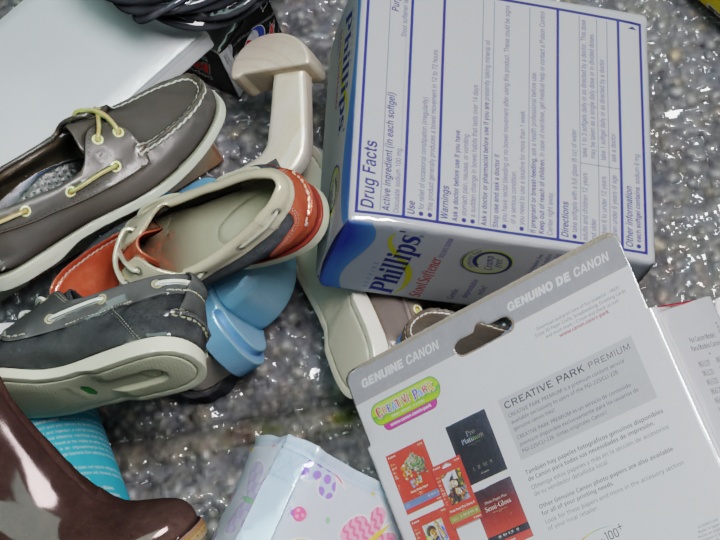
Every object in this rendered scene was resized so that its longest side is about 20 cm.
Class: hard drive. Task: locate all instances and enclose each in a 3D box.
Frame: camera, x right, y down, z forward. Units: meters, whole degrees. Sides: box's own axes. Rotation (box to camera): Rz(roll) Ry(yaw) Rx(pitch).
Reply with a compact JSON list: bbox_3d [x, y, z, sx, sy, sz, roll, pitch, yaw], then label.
[{"bbox_3d":[-0.216,-0.130,1.163,0.200,0.027,0.132,-43,60,-9],"label":"hard drive"}]

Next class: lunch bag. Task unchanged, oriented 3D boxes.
[{"bbox_3d":[-0.041,0.201,0.991,0.126,0.200,0.170,19,73,19],"label":"lunch bag"}]

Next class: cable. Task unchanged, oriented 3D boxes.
[{"bbox_3d":[-0.125,-0.226,1.162,0.162,0.051,0.200,16,34,0],"label":"cable"}]

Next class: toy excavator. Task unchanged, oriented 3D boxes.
[{"bbox_3d":[-0.084,-0.036,1.137,0.199,0.100,0.195,-31,67,7],"label":"toy excavator"}]

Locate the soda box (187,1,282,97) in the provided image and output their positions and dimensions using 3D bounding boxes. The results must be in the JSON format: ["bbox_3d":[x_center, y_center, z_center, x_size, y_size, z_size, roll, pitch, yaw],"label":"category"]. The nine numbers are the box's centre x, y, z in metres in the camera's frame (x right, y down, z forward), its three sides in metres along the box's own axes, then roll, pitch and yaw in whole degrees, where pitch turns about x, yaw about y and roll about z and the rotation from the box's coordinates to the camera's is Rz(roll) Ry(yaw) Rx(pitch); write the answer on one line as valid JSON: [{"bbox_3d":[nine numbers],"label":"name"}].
[{"bbox_3d":[-0.160,-0.207,1.253,0.199,0.071,0.064,27,75,20],"label":"soda box"}]

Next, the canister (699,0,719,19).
[{"bbox_3d":[0.318,-0.199,1.137,0.148,0.087,0.200,-39,64,-5],"label":"canister"}]

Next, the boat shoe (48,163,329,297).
[{"bbox_3d":[-0.117,-0.013,1.046,0.199,0.063,0.072,-21,72,20],"label":"boat shoe"}]

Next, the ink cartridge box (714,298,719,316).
[{"bbox_3d":[0.263,0.125,0.983,0.082,0.147,0.201,-8,66,15],"label":"ink cartridge box"}]

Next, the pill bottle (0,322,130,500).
[{"bbox_3d":[-0.215,0.136,1.105,0.110,0.111,0.201,-25,65,1],"label":"pill bottle"}]

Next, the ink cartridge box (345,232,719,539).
[{"bbox_3d":[0.113,0.095,0.925,0.199,0.084,0.176,-29,77,31],"label":"ink cartridge box"}]

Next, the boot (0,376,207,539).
[{"bbox_3d":[-0.200,0.110,0.974,0.199,0.072,0.167,-12,102,15],"label":"boot"}]

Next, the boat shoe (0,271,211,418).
[{"bbox_3d":[-0.183,0.048,1.031,0.199,0.072,0.068,-12,62,20],"label":"boat shoe"}]

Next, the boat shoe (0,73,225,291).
[{"bbox_3d":[-0.177,-0.068,1.088,0.201,0.061,0.072,-38,45,-11],"label":"boat shoe"}]

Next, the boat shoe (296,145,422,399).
[{"bbox_3d":[0.000,0.000,1.140,0.059,0.072,0.201,4,49,-29],"label":"boat shoe"}]

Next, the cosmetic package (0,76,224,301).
[{"bbox_3d":[-0.212,-0.079,1.202,0.199,0.087,0.104,-31,61,-2],"label":"cosmetic package"}]

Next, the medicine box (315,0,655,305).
[{"bbox_3d":[0.080,-0.079,1.089,0.199,0.103,0.183,8,64,-9],"label":"medicine box"}]

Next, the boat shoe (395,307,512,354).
[{"bbox_3d":[0.109,0.062,1.020,0.199,0.073,0.072,24,48,25],"label":"boat shoe"}]
